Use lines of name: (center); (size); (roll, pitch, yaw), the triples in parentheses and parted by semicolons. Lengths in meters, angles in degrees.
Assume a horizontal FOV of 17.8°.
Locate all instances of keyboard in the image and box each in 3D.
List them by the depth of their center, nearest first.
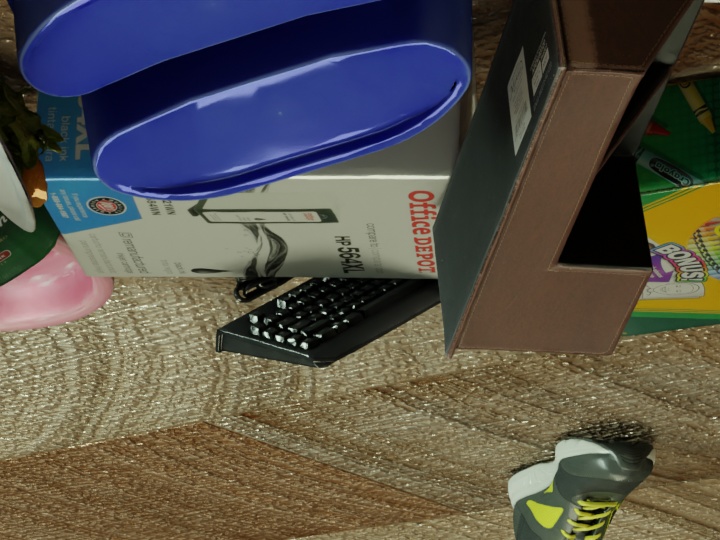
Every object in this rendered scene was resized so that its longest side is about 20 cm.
keyboard: (0.000, 0.000, 1.194); (0.127, 0.021, 0.200); (7, -156, 40)

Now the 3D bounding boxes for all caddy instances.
caddy: (-0.046, -0.115, 0.909); (0.199, 0.105, 0.141); (-15, 141, 14)

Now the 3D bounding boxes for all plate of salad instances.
plate of salad: (-0.177, -0.103, 0.899); (0.048, 0.200, 0.200); (-34, 164, -12)

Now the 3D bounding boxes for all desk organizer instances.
desk organizer: (0.090, -0.045, 0.958); (0.077, 0.072, 0.200); (3, 145, -11)

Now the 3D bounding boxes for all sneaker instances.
sneaker: (0.171, 0.182, 1.751); (0.074, 0.085, 0.200); (7, 160, -14)

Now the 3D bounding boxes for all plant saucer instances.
plant saucer: (-0.236, -0.018, 1.288); (0.200, 0.051, 0.201); (3, 161, 1)

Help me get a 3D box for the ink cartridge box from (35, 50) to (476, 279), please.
ink cartridge box: (-0.044, -0.056, 1.106); (0.199, 0.085, 0.146); (1, 161, 5)

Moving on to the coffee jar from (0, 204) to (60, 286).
coffee jar: (-0.229, -0.062, 1.070); (0.104, 0.085, 0.200); (-27, 145, 13)

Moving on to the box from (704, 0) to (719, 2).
box: (0.103, -0.160, 0.866); (0.110, 0.035, 0.200); (1, 161, 5)

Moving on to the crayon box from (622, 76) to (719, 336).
crayon box: (0.159, -0.028, 1.192); (0.118, 0.058, 0.200); (-9, 157, 23)
